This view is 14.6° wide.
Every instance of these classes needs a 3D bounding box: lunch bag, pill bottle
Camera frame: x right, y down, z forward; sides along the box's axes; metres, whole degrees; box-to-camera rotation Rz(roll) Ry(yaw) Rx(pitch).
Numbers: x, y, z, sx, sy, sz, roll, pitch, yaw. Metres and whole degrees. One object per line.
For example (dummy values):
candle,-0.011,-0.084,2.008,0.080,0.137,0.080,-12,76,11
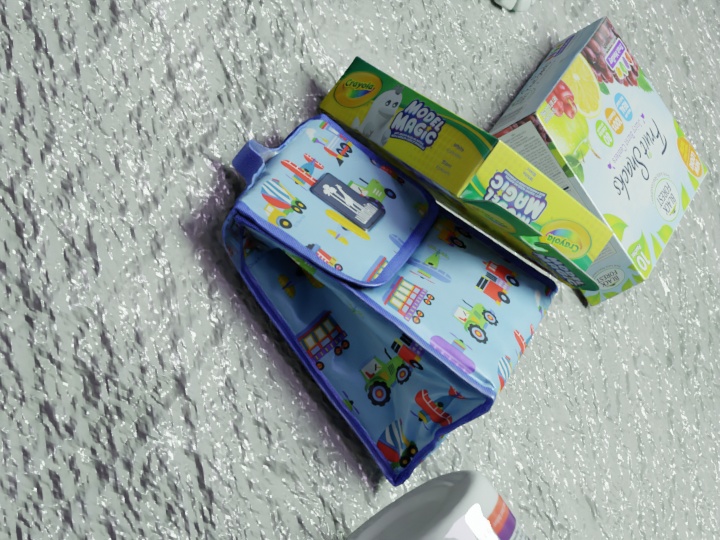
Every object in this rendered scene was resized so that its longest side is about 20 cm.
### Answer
lunch bag,0.000,0.000,1.646,0.200,0.094,0.151,44,31,-5
pill bottle,0.074,0.218,1.528,0.200,0.111,0.111,56,30,-9

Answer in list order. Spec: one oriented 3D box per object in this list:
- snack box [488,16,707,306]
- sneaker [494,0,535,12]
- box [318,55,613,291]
snack box,0.169,-0.080,1.989,0.142,0.053,0.200,57,30,-11
sneaker,0.092,-0.243,1.969,0.200,0.091,0.078,6,60,-56
box,0.068,-0.057,1.708,0.117,0.048,0.200,36,2,-37
